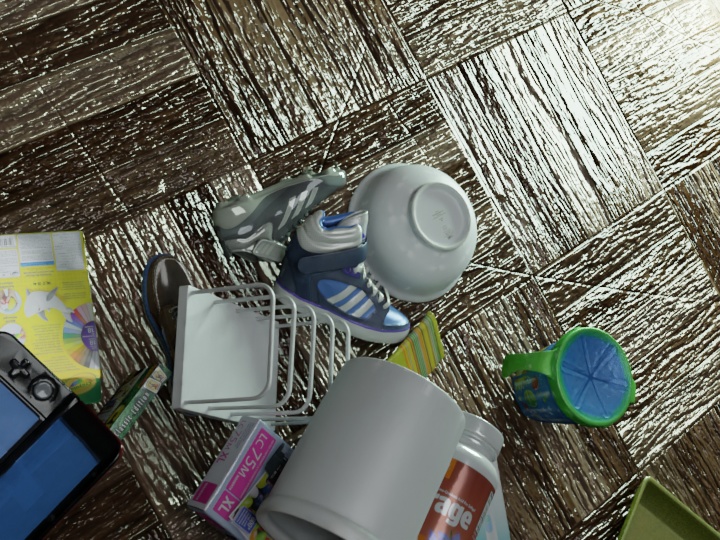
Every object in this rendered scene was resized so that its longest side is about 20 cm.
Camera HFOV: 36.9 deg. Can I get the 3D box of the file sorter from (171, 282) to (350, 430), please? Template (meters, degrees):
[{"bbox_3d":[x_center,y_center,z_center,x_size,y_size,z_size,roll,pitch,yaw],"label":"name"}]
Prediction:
[{"bbox_3d":[-0.107,0.103,1.253,0.200,0.124,0.139,30,58,-60],"label":"file sorter"}]

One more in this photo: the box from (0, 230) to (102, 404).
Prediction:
[{"bbox_3d":[-0.361,0.059,1.221,0.117,0.048,0.201,-4,77,-30],"label":"box"}]

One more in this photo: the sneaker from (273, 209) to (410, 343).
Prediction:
[{"bbox_3d":[0.000,0.000,1.380,0.199,0.081,0.147,21,110,-18],"label":"sneaker"}]

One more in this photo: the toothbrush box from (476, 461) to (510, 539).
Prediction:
[{"bbox_3d":[0.110,0.338,1.385,0.146,0.085,0.201,-4,79,-29],"label":"toothbrush box"}]

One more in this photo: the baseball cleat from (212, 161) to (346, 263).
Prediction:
[{"bbox_3d":[-0.098,-0.069,1.401,0.199,0.070,0.107,-21,101,-27],"label":"baseball cleat"}]

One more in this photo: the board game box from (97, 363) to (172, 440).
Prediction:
[{"bbox_3d":[-0.290,0.189,1.190,0.023,0.105,0.200,45,59,-18],"label":"board game box"}]

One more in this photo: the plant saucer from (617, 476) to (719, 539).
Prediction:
[{"bbox_3d":[0.433,0.435,1.563,0.200,0.048,0.200,39,62,-15],"label":"plant saucer"}]

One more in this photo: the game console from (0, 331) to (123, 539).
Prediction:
[{"bbox_3d":[-0.376,0.189,1.104,0.200,0.119,0.172,-46,106,-14],"label":"game console"}]

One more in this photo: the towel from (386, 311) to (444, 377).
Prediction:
[{"bbox_3d":[0.042,0.145,1.414,0.200,0.018,0.086,-45,137,-30],"label":"towel"}]

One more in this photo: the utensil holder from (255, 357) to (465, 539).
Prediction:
[{"bbox_3d":[0.005,0.220,1.185,0.170,0.170,0.200,37,62,-16],"label":"utensil holder"}]

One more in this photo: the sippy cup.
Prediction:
[{"bbox_3d":[0.286,0.157,1.507,0.140,0.130,0.178,-43,99,-32],"label":"sippy cup"}]

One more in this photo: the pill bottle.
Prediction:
[{"bbox_3d":[0.096,0.272,1.284,0.112,0.112,0.200,36,63,-16],"label":"pill bottle"}]

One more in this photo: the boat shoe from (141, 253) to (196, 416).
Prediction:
[{"bbox_3d":[-0.204,0.071,1.289,0.072,0.072,0.201,-15,84,-32],"label":"boat shoe"}]

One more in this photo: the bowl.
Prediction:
[{"bbox_3d":[0.088,-0.063,1.480,0.200,0.090,0.202,8,73,-27],"label":"bowl"}]

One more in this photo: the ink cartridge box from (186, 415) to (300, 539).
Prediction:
[{"bbox_3d":[-0.095,0.270,1.231,0.200,0.042,0.120,50,60,-35],"label":"ink cartridge box"}]
